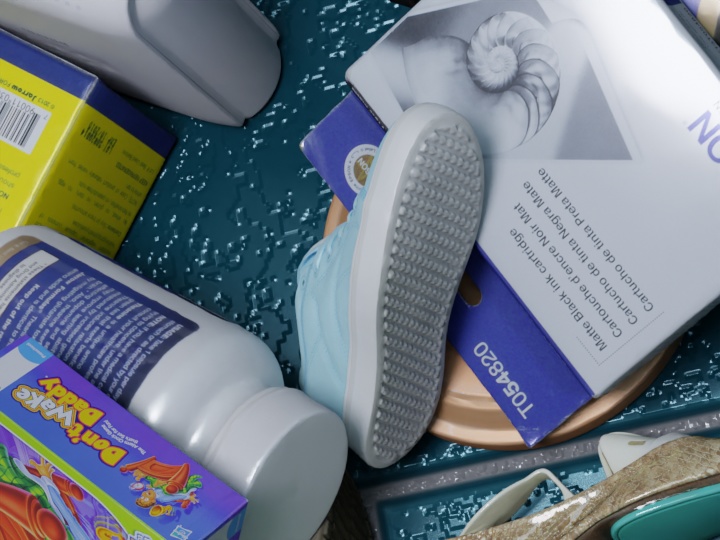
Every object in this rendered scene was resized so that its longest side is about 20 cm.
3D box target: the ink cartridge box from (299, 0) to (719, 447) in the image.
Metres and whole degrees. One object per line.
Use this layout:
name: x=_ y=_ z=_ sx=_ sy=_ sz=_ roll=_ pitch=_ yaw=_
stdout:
ink cartridge box: x=0.086 y=-0.047 z=0.965 sx=0.200 sy=0.041 sz=0.200 roll=-43 pitch=81 yaw=23

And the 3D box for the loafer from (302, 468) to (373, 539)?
loafer: x=-0.039 y=0.176 z=0.985 sx=0.067 sy=0.076 sz=0.201 roll=-8 pitch=47 yaw=20

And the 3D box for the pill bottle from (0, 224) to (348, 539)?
pill bottle: x=-0.107 y=0.064 z=0.985 sx=0.199 sy=0.111 sz=0.112 roll=26 pitch=86 yaw=30

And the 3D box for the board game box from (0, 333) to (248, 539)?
board game box: x=-0.130 y=0.146 z=0.940 sx=0.134 sy=0.045 sz=0.201 roll=34 pitch=133 yaw=22

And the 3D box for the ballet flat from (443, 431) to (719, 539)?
ballet flat: x=0.113 y=0.115 z=0.985 sx=0.199 sy=0.071 sz=0.066 roll=-26 pitch=56 yaw=6

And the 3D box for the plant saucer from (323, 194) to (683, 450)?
plant saucer: x=0.074 y=-0.011 z=1.043 sx=0.198 sy=0.032 sz=0.203 roll=-4 pitch=75 yaw=16

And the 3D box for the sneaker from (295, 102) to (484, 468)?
sneaker: x=0.000 y=0.000 z=0.972 sx=0.082 sy=0.074 sz=0.202 roll=34 pitch=130 yaw=29

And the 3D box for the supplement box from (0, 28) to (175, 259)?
supplement box: x=-0.205 y=-0.019 z=1.091 sx=0.109 sy=0.109 sz=0.201 roll=26 pitch=86 yaw=21

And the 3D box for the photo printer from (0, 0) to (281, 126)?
photo printer: x=-0.144 y=-0.148 z=1.054 sx=0.165 sy=0.200 sz=0.070 roll=21 pitch=84 yaw=20

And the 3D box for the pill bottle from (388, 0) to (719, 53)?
pill bottle: x=0.113 y=-0.151 z=1.021 sx=0.198 sy=0.112 sz=0.113 roll=17 pitch=83 yaw=20
